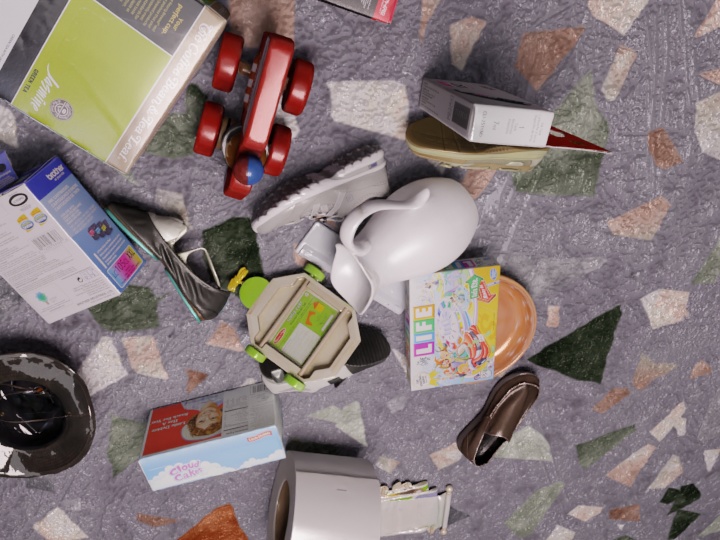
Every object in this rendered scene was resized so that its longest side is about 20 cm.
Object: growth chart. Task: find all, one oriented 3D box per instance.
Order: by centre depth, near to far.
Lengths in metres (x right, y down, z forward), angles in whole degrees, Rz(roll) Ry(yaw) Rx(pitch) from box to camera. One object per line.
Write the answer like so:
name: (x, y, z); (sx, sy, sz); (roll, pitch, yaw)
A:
growth chart: (0.081, 0.448, 1.107); (0.200, 0.018, 0.145); (3, 115, -12)

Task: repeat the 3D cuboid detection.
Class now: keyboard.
keyboard: (0.000, 0.000, 0.876); (0.200, 0.011, 0.056); (32, 101, -23)

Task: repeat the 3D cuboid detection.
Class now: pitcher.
pitcher: (0.057, -0.054, 0.761); (0.200, 0.121, 0.172); (-33, 153, -20)

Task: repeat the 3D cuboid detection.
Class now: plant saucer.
plant saucer: (0.178, 0.089, 0.937); (0.200, 0.037, 0.200); (-5, 116, -9)

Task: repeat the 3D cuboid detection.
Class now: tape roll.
tape roll: (-0.063, 0.401, 0.952); (0.139, 0.203, 0.203); (12, 113, -16)

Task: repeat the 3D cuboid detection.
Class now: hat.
hat: (-0.471, 0.193, 0.841); (0.200, 0.081, 0.201); (-5, 109, -13)

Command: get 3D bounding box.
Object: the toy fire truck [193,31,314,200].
toy fire truck: (-0.123, -0.173, 0.675); (0.112, 0.168, 0.200); (15, 112, -17)

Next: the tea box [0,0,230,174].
tea box: (-0.275, -0.250, 0.628); (0.197, 0.134, 0.200); (34, 106, -23)

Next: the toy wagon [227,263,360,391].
toy wagon: (-0.098, 0.066, 0.841); (0.200, 0.040, 0.155); (35, 81, 5)

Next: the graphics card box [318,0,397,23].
graphics card box: (-0.043, -0.371, 0.659); (0.200, 0.051, 0.126); (11, 114, -17)

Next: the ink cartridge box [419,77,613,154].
ink cartridge box: (0.180, -0.189, 0.708); (0.173, 0.200, 0.044); (1, 115, -12)

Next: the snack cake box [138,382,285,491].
snack cake box: (-0.219, 0.247, 0.894); (0.200, 0.115, 0.067); (-13, 118, -4)

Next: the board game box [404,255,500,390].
board game box: (0.135, 0.082, 0.885); (0.134, 0.034, 0.200); (-7, 117, -7)

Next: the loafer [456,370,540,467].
loafer: (0.248, 0.262, 1.016); (0.073, 0.071, 0.200); (24, 109, -21)

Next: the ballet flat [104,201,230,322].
ballet flat: (-0.246, -0.023, 0.783); (0.068, 0.068, 0.200); (-39, 108, -11)

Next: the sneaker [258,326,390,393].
sneaker: (-0.053, 0.142, 0.907); (0.200, 0.074, 0.089); (-9, 144, -10)

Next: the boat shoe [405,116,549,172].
boat shoe: (0.154, -0.162, 0.794); (0.200, 0.073, 0.063); (-4, 147, -15)

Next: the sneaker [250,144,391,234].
sneaker: (-0.049, -0.089, 0.783); (0.200, 0.075, 0.082); (-25, 116, 1)

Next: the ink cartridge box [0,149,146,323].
ink cartridge box: (-0.386, -0.045, 0.721); (0.136, 0.076, 0.200); (-20, 122, 21)
